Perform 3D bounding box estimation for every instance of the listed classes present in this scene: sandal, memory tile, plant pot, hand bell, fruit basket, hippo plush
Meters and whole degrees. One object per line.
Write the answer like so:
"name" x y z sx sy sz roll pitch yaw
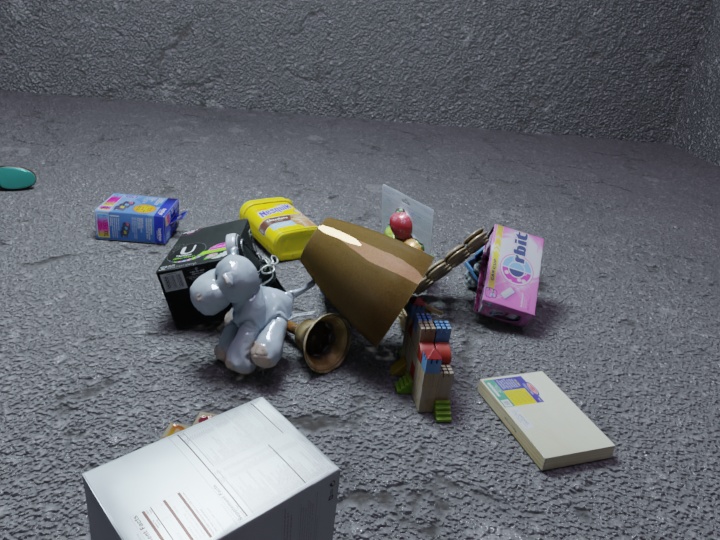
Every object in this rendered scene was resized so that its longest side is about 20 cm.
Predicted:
"sandal" 0.106 0.090 1.218 0.077 0.070 0.212 27 2 -8
"memory tile" 0.184 -0.015 1.277 0.017 0.199 0.153 55 10 12
"plant pot" 0.000 0.000 1.068 0.199 0.188 0.186 35 29 4
"hand bell" -0.119 0.109 1.119 0.103 0.106 0.198 -16 20 -39
"fruit basket" 0.108 -0.077 1.399 0.093 0.203 0.185 -12 30 -33
"hippo plush" -0.191 0.062 1.005 0.198 0.161 0.160 -26 38 12

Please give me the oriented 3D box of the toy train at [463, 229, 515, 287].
"toy train" 0.319 -0.020 1.430 0.199 0.115 0.087 -26 70 -38

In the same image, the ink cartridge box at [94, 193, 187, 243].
"ink cartridge box" -0.531 -0.128 1.502 0.196 0.077 0.137 6 25 -5

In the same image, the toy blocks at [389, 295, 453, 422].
"toy blocks" 0.113 0.135 1.027 0.098 0.139 0.201 2 26 -10

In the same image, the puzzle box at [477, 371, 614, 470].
"puzzle box" 0.295 0.236 0.990 0.131 0.026 0.200 -3 27 -19

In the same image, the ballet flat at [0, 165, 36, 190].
"ballet flat" -0.998 -0.253 1.664 0.197 0.069 0.068 -10 21 -33

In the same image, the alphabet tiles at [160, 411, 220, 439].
"alphabet tiles" -0.207 0.264 0.832 0.163 0.006 0.201 8 25 4

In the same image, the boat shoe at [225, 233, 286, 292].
"boat shoe" -0.182 0.004 1.112 0.067 0.201 0.074 -13 42 8

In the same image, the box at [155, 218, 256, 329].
"box" -0.287 0.001 1.192 0.146 0.126 0.201 -10 24 5

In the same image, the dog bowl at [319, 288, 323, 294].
"dog bowl" -0.036 0.020 1.237 0.109 0.051 0.200 -3 -6 -1

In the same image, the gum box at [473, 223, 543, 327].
"gum box" 0.314 0.014 1.290 0.112 0.066 0.202 16 61 -1

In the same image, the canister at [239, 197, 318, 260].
"canister" -0.197 -0.105 1.521 0.147 0.088 0.200 -11 32 -32

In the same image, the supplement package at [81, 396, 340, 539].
"supplement package" -0.145 0.273 0.610 0.198 0.194 0.146 -16 32 -40
